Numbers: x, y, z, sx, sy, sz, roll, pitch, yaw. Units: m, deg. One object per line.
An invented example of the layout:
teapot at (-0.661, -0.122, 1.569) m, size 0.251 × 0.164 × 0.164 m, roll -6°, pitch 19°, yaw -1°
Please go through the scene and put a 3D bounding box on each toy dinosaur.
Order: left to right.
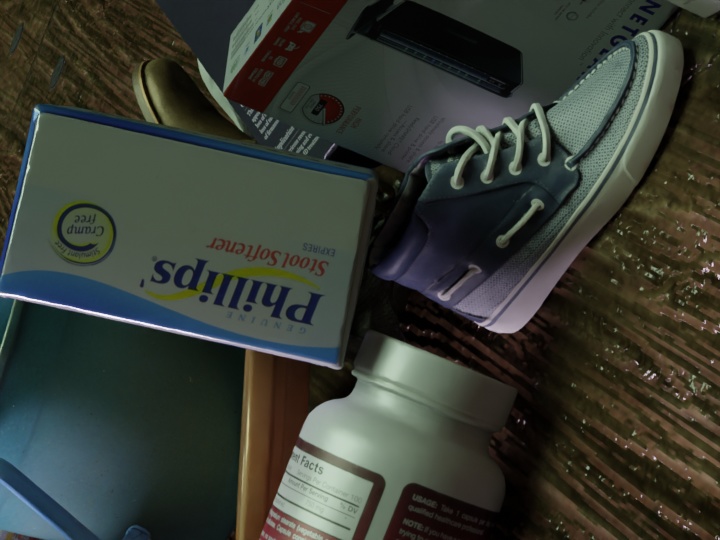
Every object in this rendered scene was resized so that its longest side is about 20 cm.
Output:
toy dinosaur at (0.000, 0.000, 1.723) m, size 0.102 × 0.077 × 0.200 m, roll -54°, pitch 26°, yaw 18°

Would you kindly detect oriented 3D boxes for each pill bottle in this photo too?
pill bottle at (0.007, 0.139, 1.501) m, size 0.201 × 0.112 × 0.113 m, roll -68°, pitch 19°, yaw -1°

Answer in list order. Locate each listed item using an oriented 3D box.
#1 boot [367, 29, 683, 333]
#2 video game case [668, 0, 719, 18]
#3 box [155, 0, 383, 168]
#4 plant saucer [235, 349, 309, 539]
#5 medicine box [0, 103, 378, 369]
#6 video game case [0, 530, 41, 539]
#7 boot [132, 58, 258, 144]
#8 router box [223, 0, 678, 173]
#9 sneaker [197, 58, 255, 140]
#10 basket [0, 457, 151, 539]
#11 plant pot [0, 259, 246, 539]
boot at (0.085, -0.054, 1.526) m, size 0.200 × 0.090 × 0.073 m, roll -58°, pitch 22°, yaw 29°
video game case at (0.224, -0.239, 1.428) m, size 0.181 × 0.036 × 0.201 m, roll -23°, pitch 49°, yaw 66°
box at (-0.012, -0.183, 1.763) m, size 0.182 × 0.104 × 0.200 m, roll 54°, pitch 134°, yaw 14°
plant saucer at (-0.053, 0.112, 1.716) m, size 0.200 × 0.037 × 0.202 m, roll -177°, pitch 90°, yaw -88°
medicine box at (-0.087, -0.021, 1.557) m, size 0.200 × 0.181 × 0.104 m, roll -93°, pitch 15°, yaw -88°
video game case at (-0.225, 0.166, 2.068) m, size 0.182 × 0.023 × 0.201 m, roll 83°, pitch -149°, yaw -68°
boot at (-0.067, -0.067, 1.853) m, size 0.075 × 0.200 × 0.074 m, roll -42°, pitch -11°, yaw 24°
router box at (0.049, -0.137, 1.577) m, size 0.200 × 0.179 × 0.049 m, roll -50°, pitch 26°, yaw 44°
sneaker at (-0.048, -0.106, 1.906) m, size 0.088 × 0.075 × 0.201 m, roll -18°, pitch 85°, yaw 60°
basket at (-0.189, 0.224, 1.788) m, size 0.177 × 0.200 × 0.139 m, roll -58°, pitch -7°, yaw 36°
plant pot at (-0.159, 0.090, 1.869) m, size 0.200 × 0.187 × 0.201 m, roll -161°, pitch 90°, yaw -77°
